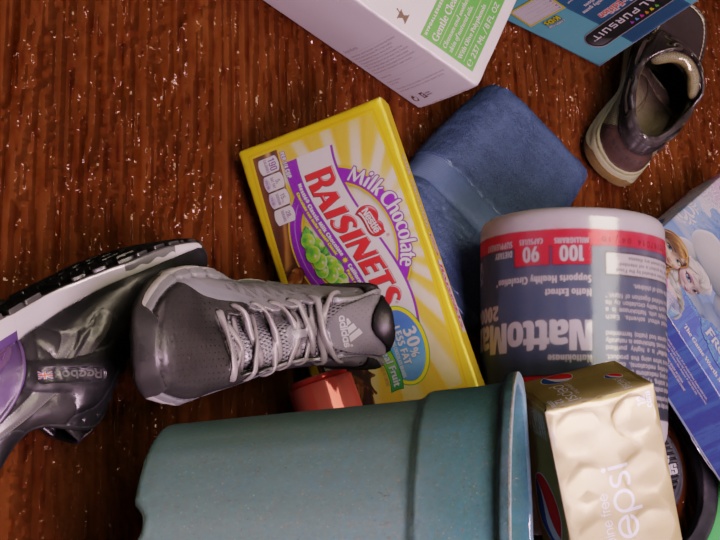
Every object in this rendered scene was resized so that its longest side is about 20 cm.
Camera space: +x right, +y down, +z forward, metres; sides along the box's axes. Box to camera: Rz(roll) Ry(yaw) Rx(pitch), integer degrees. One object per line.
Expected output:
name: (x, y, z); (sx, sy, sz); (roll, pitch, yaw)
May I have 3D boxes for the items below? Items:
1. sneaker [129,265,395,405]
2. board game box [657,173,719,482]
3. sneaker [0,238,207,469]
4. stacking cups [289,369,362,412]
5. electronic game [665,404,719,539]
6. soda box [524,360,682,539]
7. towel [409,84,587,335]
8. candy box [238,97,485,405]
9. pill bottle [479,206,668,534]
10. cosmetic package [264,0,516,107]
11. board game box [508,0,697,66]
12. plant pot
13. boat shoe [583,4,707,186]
sneaker: (-0.043, 0.030, 0.917); (0.200, 0.115, 0.075); (-15, 102, -70)
board game box: (0.276, 0.046, 1.205); (0.200, 0.043, 0.199); (57, 37, -1)
sneaker: (-0.164, 0.048, 0.919); (0.200, 0.076, 0.088); (-28, 103, -35)
stacking cups: (0.010, 0.156, 0.978); (0.060, 0.060, 0.200); (-12, 82, -37)
electronic game: (0.193, 0.139, 1.134); (0.200, 0.042, 0.200); (14, 63, -30)
soda box: (0.146, 0.158, 0.942); (0.068, 0.064, 0.200); (-14, 102, -9)
towel: (0.072, -0.037, 1.120); (0.112, 0.049, 0.200); (48, 53, -8)
candy box: (0.000, 0.000, 1.028); (0.026, 0.102, 0.200); (29, 41, -77)
pill bottle: (0.136, 0.067, 1.032); (0.120, 0.120, 0.200); (6, 79, -33)
cosmetic package: (0.002, -0.212, 1.111); (0.200, 0.085, 0.108); (31, 70, -22)
board game box: (0.148, -0.237, 1.191); (0.200, 0.151, 0.047); (21, 60, -27)
plant pot: (-0.010, 0.154, 0.864); (0.196, 0.200, 0.200); (-1, 65, 9)
boat shoe: (0.240, -0.146, 1.271); (0.073, 0.065, 0.200); (38, 53, -14)
